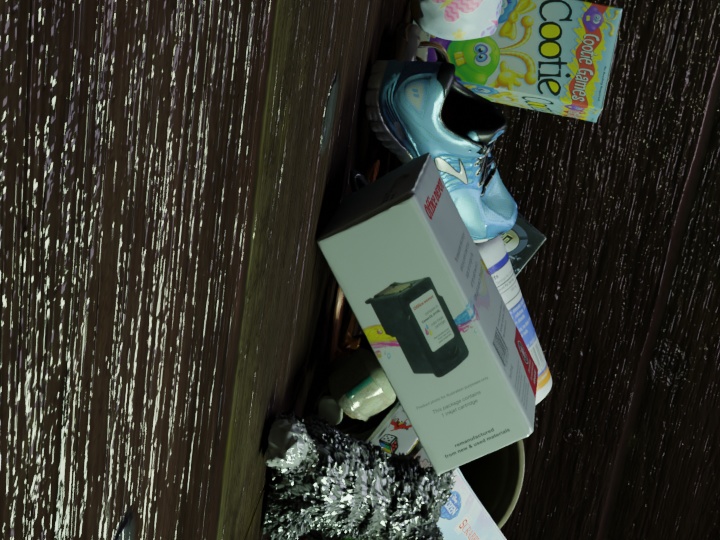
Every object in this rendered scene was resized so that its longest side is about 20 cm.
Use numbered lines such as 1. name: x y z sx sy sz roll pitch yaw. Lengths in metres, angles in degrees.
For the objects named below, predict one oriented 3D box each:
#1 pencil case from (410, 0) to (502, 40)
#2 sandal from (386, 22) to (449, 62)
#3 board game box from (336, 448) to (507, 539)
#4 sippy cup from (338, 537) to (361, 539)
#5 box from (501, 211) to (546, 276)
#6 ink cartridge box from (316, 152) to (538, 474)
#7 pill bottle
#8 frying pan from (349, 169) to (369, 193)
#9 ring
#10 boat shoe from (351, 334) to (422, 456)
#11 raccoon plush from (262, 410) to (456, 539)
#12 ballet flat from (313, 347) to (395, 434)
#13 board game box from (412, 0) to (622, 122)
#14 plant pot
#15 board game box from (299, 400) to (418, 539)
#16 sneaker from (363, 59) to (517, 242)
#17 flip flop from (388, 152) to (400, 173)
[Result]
1. pencil case: 0.096 -0.307 1.551 0.083 0.090 0.201 -53 157 -46
2. sandal: 0.052 -0.178 1.514 0.200 0.054 0.082 -41 142 -86
3. board game box: 0.031 0.270 1.517 0.200 0.041 0.200 -46 148 -9
4. sippy cup: 0.043 0.288 1.352 0.178 0.130 0.140 58 45 -32
5. box: 0.088 -0.004 1.671 0.164 0.086 0.200 -52 -175 5
6. ink cartridge box: 0.055 0.029 1.302 0.201 0.082 0.146 62 14 -10
7. pill bottle: 0.086 0.029 1.514 0.112 0.111 0.201 -62 132 -74
8. frying pan: 0.029 0.021 1.394 0.031 0.190 0.115 -13 -137 51
9. ring: 0.000 0.000 1.550 0.200 0.019 0.202 11 90 -85
10. boat shoe: 0.040 0.123 1.641 0.201 0.073 0.064 44 -48 53
11. raccoon plush: 0.001 0.162 1.234 0.200 0.133 0.097 45 58 -85
12. ballet flat: -0.013 0.106 1.440 0.062 0.068 0.200 -37 171 -13
13. board game box: 0.151 -0.222 1.721 0.105 0.199 0.104 26 76 -85
14. plant pot: 0.054 0.197 1.829 0.173 0.199 0.201 170 -67 -76
15. board game box: 0.016 0.163 1.490 0.126 0.035 0.200 -49 175 -32
16. sneaker: 0.082 -0.094 1.396 0.200 0.089 0.079 50 43 -41
17. flip flop: 0.053 -0.077 1.637 0.200 0.057 0.082 -86 -178 -65
